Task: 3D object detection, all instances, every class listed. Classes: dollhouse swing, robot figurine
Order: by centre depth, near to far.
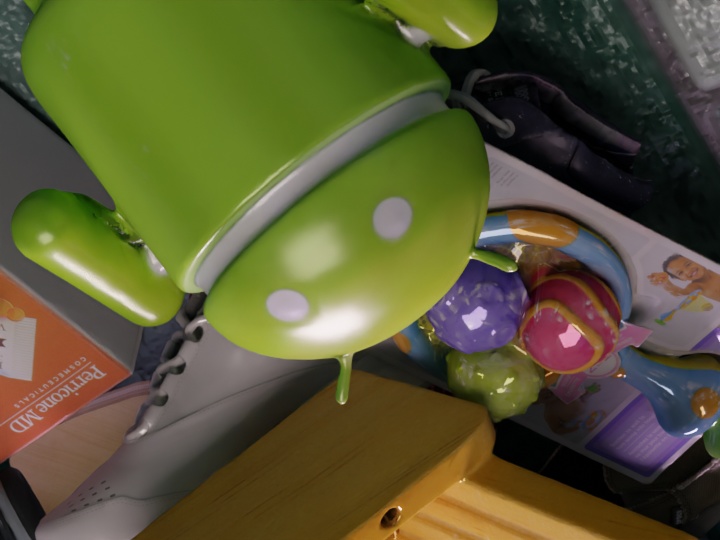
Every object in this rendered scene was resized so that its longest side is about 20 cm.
[{"bbox_3d":[-0.036,-0.056,0.843,0.175,0.116,0.200,-40,81,16],"label":"robot figurine"},{"bbox_3d":[0.038,0.171,0.952,0.182,0.176,0.200,-38,138,-17],"label":"dollhouse swing"}]

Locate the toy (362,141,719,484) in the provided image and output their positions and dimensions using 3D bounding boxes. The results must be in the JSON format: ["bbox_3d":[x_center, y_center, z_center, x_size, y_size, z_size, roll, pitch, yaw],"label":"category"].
[{"bbox_3d":[0.072,0.027,0.941,0.200,0.047,0.115,23,128,-27],"label":"toy"}]

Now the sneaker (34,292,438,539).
[{"bbox_3d":[-0.054,0.048,0.995,0.200,0.075,0.087,-38,106,-14],"label":"sneaker"}]

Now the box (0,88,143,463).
[{"bbox_3d":[-0.197,-0.018,0.994,0.124,0.097,0.200,-34,120,29],"label":"box"}]

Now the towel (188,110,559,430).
[{"bbox_3d":[0.000,0.000,1.043,0.144,0.023,0.200,6,131,-1],"label":"towel"}]

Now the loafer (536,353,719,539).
[{"bbox_3d":[0.131,0.071,1.049,0.070,0.075,0.200,11,133,-27],"label":"loafer"}]

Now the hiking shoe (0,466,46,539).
[{"bbox_3d":[-0.187,0.144,1.066,0.087,0.074,0.200,-24,162,-24],"label":"hiking shoe"}]

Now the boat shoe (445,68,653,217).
[{"bbox_3d":[0.018,-0.051,0.944,0.200,0.075,0.093,25,122,-27],"label":"boat shoe"}]

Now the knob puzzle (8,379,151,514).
[{"bbox_3d":[-0.061,0.107,1.113,0.220,0.030,0.220,6,133,6],"label":"knob puzzle"}]
